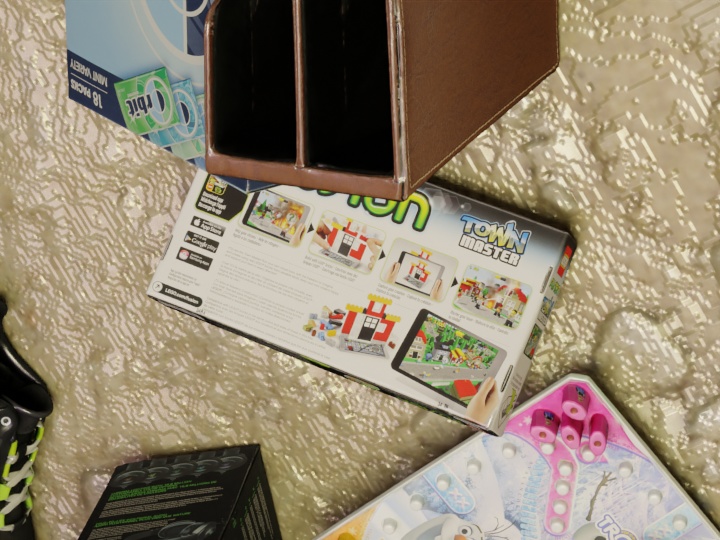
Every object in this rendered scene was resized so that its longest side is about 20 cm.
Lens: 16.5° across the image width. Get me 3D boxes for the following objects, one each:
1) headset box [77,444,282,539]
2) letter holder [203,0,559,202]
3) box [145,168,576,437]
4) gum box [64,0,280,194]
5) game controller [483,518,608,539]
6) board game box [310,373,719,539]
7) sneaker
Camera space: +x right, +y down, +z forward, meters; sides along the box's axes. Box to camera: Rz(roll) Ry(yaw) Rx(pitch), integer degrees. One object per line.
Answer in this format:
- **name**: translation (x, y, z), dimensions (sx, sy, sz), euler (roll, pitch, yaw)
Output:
- **headset box**: translation (-0.093, 0.212, 1.375), dimensions (0.093, 0.200, 0.174), euler (-9, 109, 11)
- **letter holder**: translation (0.013, -0.137, 1.162), dimensions (0.100, 0.200, 0.142), euler (9, 115, 22)
- **box**: translation (0.000, 0.000, 1.295), dimensions (0.200, 0.035, 0.110), euler (21, 84, 17)
- **gum box**: translation (-0.090, -0.160, 1.252), dimensions (0.170, 0.045, 0.200), euler (29, 127, 45)
- **game controller**: translation (0.093, 0.214, 1.382), dimensions (0.104, 0.042, 0.200), euler (9, 117, 6)
- **board game box**: translation (0.098, 0.180, 1.327), dimensions (0.200, 0.026, 0.200), euler (-35, 104, 23)
- **sneaker**: translation (-0.217, 0.100, 1.455), dimensions (0.083, 0.072, 0.200), euler (-7, 109, 25)
